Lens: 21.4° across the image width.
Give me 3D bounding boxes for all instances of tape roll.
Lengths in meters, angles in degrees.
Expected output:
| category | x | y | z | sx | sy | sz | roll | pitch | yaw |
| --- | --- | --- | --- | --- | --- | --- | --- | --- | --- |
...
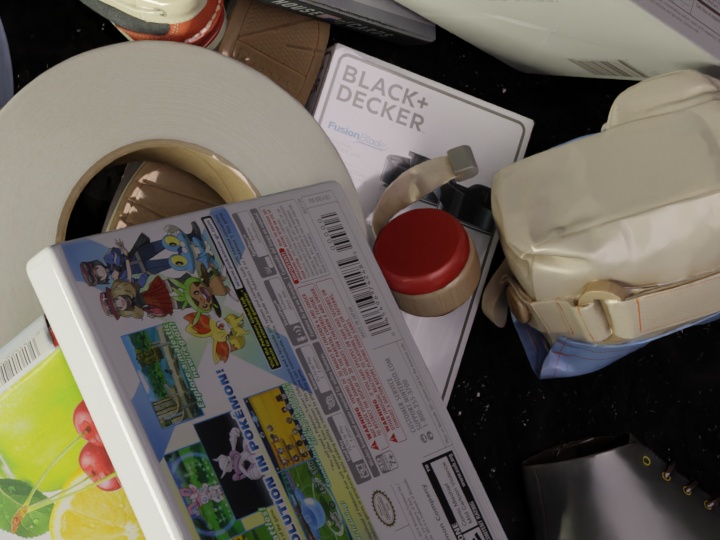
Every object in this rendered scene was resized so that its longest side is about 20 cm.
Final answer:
| category | x | y | z | sx | sy | sz | roll | pitch | yaw |
| --- | --- | --- | --- | --- | --- | --- | --- | --- | --- |
| tape roll | -0.092 | -0.003 | 0.866 | 0.201 | 0.037 | 0.205 | 4 | 80 | -24 |

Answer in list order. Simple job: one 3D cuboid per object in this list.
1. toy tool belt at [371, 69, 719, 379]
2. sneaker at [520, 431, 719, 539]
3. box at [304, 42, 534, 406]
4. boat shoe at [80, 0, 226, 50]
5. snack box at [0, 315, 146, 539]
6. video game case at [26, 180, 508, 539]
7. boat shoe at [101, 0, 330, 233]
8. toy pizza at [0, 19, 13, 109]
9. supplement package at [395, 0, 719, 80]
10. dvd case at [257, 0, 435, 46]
| category | x | y | z | sx | sy | sz | roll | pitch | yaw |
| --- | --- | --- | --- | --- | --- | --- | --- | --- | --- |
| toy tool belt | 0.113 | 0.000 | 0.912 | 0.198 | 0.123 | 0.126 | -20 | 49 | 2 |
| sneaker | 0.183 | 0.132 | 1.003 | 0.198 | 0.075 | 0.107 | -9 | 93 | -15 |
| box | 0.000 | 0.000 | 0.965 | 0.116 | 0.060 | 0.202 | 21 | 82 | -15 |
| boat shoe | -0.145 | -0.173 | 0.902 | 0.200 | 0.063 | 0.071 | 40 | 84 | 12 |
| snack box | -0.160 | 0.137 | 0.789 | 0.199 | 0.053 | 0.143 | -38 | 111 | -3 |
| video game case | -0.029 | 0.067 | 0.795 | 0.182 | 0.022 | 0.201 | -16 | 78 | -50 |
| boat shoe | -0.079 | -0.056 | 0.942 | 0.072 | 0.065 | 0.202 | 27 | 79 | -23 |
| toy pizza | -0.240 | -0.111 | 0.867 | 0.200 | 0.032 | 0.202 | 33 | 44 | -39 |
| supplement package | 0.118 | -0.212 | 0.932 | 0.150 | 0.151 | 0.202 | 21 | 81 | -47 |
| dvd case | -0.013 | -0.223 | 0.939 | 0.150 | 0.025 | 0.202 | 8 | 80 | -52 |
